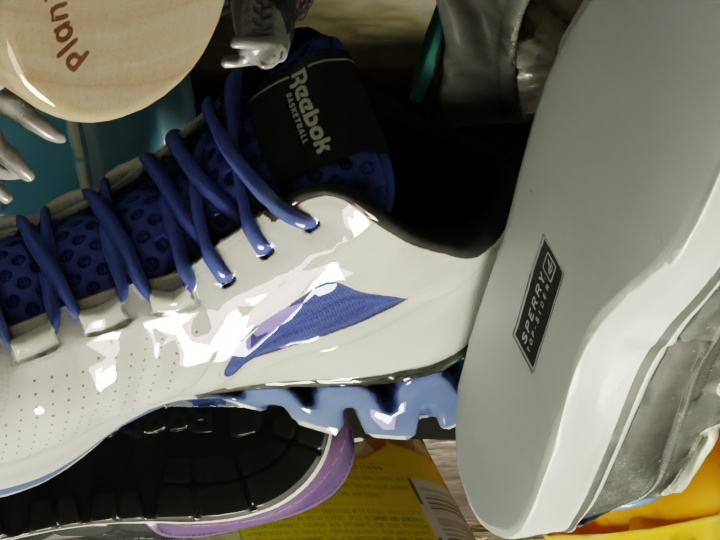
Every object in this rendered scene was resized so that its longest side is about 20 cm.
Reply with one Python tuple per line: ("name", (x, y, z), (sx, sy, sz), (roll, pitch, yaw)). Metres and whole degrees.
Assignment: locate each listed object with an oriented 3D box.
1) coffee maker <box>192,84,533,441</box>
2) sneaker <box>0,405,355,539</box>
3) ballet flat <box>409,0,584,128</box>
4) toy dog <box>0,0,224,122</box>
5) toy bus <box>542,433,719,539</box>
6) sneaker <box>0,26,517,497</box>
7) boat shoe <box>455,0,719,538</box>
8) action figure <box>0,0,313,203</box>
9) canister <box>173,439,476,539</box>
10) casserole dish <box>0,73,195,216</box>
("coffee maker", (0.000, 0.000, 0.803), (0.200, 0.135, 0.192), (-2, 165, 3))
("sneaker", (-0.101, 0.058, 0.741), (0.200, 0.076, 0.088), (1, 166, 9))
("ballet flat", (0.046, -0.073, 0.624), (0.068, 0.068, 0.200), (21, 169, 7))
("toy dog", (-0.123, -0.065, 0.413), (0.200, 0.096, 0.132), (28, 179, -27))
("toy bus", (0.130, 0.083, 1.060), (0.136, 0.192, 0.200), (-8, 164, 30))
("sneaker", (-0.045, -0.010, 0.636), (0.199, 0.081, 0.115), (-6, 143, -18))
("boat shoe", (0.077, -0.008, 0.601), (0.064, 0.071, 0.200), (-6, 144, -21))
("action figure", (-0.077, -0.072, 0.572), (0.200, 0.102, 0.119), (5, 154, -21))
("canister", (-0.045, 0.073, 0.944), (0.148, 0.200, 0.087), (4, 128, -31))
("casserole dish", (-0.148, -0.038, 0.698), (0.200, 0.039, 0.121), (-3, 128, 6))
